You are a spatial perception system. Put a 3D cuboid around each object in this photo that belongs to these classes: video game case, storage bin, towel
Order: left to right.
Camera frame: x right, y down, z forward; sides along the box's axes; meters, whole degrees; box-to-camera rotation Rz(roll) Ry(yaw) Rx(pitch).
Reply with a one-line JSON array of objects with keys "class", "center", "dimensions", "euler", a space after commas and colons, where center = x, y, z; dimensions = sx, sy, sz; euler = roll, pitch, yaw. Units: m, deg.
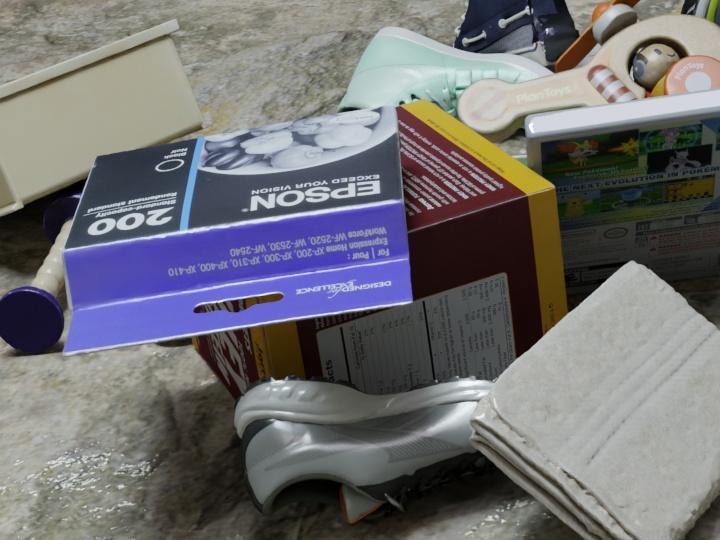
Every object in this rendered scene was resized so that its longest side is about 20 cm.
[{"class": "storage bin", "center": [-0.261, -0.113, 1.414], "dimensions": [0.200, 0.094, 0.198], "euler": [-29, 10, -34]}, {"class": "towel", "center": [0.153, 0.079, 0.951], "dimensions": [0.132, 0.035, 0.200], "euler": [41, 44, 14]}, {"class": "video game case", "center": [0.209, -0.052, 1.107], "dimensions": [0.199, 0.183, 0.022], "euler": [-8, 55, 3]}]

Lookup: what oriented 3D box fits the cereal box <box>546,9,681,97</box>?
[{"class": "cereal box", "center": [0.260, -0.174, 1.480], "dimensions": [0.200, 0.040, 0.144], "euler": [-23, 29, -26]}]

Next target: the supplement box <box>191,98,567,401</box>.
[{"class": "supplement box", "center": [0.000, 0.000, 1.110], "dimensions": [0.199, 0.133, 0.197], "euler": [-17, 27, -17]}]

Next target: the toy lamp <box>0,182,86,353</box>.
[{"class": "toy lamp", "center": [-0.227, -0.011, 1.295], "dimensions": [0.058, 0.058, 0.200], "euler": [-6, 26, 6]}]

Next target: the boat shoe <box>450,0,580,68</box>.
[{"class": "boat shoe", "center": [0.115, -0.217, 1.498], "dimensions": [0.075, 0.093, 0.200], "euler": [-24, 10, -32]}]

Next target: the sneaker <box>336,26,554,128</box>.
[{"class": "sneaker", "center": [0.079, -0.128, 1.433], "dimensions": [0.200, 0.074, 0.118], "euler": [18, 57, 21]}]

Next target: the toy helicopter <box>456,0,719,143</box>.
[{"class": "toy helicopter", "center": [0.166, -0.139, 1.218], "dimensions": [0.199, 0.079, 0.133], "euler": [-11, 66, 7]}]

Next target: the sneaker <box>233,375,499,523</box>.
[{"class": "sneaker", "center": [0.028, 0.107, 0.976], "dimensions": [0.199, 0.074, 0.080], "euler": [-2, 62, -2]}]

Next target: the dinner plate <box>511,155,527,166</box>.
[{"class": "dinner plate", "center": [0.095, -0.077, 1.304], "dimensions": [0.199, 0.024, 0.200], "euler": [-2, 4, 0]}]

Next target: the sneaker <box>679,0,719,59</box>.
[{"class": "sneaker", "center": [0.276, -0.148, 1.270], "dimensions": [0.081, 0.201, 0.074], "euler": [6, 13, 1]}]

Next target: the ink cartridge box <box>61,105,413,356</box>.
[{"class": "ink cartridge box", "center": [-0.070, -0.028, 0.992], "dimensions": [0.197, 0.044, 0.200], "euler": [-9, 28, 3]}]
